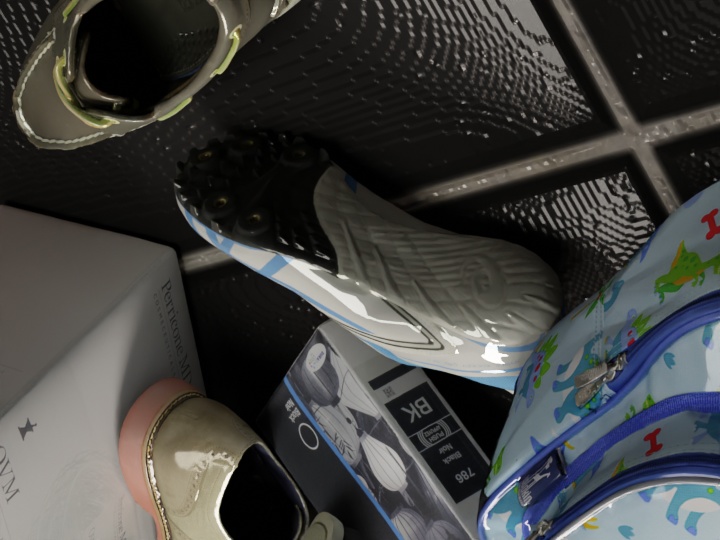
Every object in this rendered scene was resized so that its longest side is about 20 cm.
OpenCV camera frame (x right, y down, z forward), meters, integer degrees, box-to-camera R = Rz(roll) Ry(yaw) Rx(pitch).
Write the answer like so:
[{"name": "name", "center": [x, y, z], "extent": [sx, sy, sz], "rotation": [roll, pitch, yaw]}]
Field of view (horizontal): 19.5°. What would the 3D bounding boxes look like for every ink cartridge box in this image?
[{"name": "ink cartridge box", "center": [0.033, 0.120, 0.972], "extent": [0.200, 0.039, 0.099], "rotation": [52, 144, 15]}]

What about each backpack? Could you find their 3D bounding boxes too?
[{"name": "backpack", "center": [0.160, 0.074, 0.786], "extent": [0.183, 0.147, 0.200], "rotation": [29, 131, -9]}]

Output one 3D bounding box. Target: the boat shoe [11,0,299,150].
[{"name": "boat shoe", "center": [-0.103, -0.099, 0.924], "extent": [0.202, 0.060, 0.072], "rotation": [-27, 105, 47]}]

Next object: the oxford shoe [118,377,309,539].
[{"name": "oxford shoe", "center": [-0.059, 0.139, 1.057], "extent": [0.074, 0.071, 0.200], "rotation": [22, 152, 34]}]

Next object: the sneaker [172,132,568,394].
[{"name": "sneaker", "center": [0.000, 0.000, 0.921], "extent": [0.200, 0.072, 0.073], "rotation": [26, 143, 23]}]

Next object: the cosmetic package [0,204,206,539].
[{"name": "cosmetic package", "center": [-0.175, 0.109, 1.049], "extent": [0.123, 0.200, 0.199], "rotation": [12, 131, 27]}]

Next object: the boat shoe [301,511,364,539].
[{"name": "boat shoe", "center": [-0.012, 0.172, 1.004], "extent": [0.068, 0.072, 0.200], "rotation": [19, 150, 3]}]
